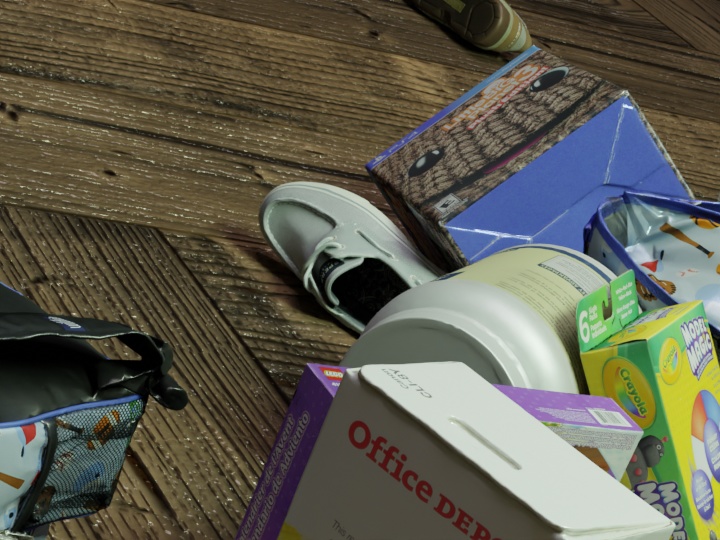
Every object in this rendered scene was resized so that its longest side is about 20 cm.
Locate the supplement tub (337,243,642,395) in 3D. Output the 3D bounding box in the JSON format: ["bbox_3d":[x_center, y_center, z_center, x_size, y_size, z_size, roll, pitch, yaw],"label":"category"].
[{"bbox_3d":[0.079,0.068,1.453,0.145,0.145,0.200,29,21,19],"label":"supplement tub"}]

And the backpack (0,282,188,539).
[{"bbox_3d":[-0.221,0.066,1.149,0.200,0.154,0.190,25,11,27],"label":"backpack"}]

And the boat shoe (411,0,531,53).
[{"bbox_3d":[0.108,-0.275,2.490,0.076,0.072,0.200,23,22,-41],"label":"boat shoe"}]

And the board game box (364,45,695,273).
[{"bbox_3d":[0.115,-0.062,1.716,0.097,0.159,0.200,56,-5,-20],"label":"board game box"}]

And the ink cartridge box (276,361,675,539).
[{"bbox_3d":[0.032,0.160,1.091,0.145,0.200,0.083,36,25,34],"label":"ink cartridge box"}]

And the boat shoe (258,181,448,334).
[{"bbox_3d":[0.000,0.001,1.652,0.201,0.070,0.072,35,18,25],"label":"boat shoe"}]

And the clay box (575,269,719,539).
[{"bbox_3d":[0.184,0.101,1.425,0.048,0.200,0.115,-12,6,26],"label":"clay box"}]

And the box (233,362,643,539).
[{"bbox_3d":[0.038,0.124,1.282,0.200,0.137,0.039,9,24,-33],"label":"box"}]

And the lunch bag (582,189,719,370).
[{"bbox_3d":[0.224,0.055,1.562,0.200,0.170,0.124,29,47,20],"label":"lunch bag"}]

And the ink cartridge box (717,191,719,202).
[{"bbox_3d":[0.319,0.022,1.719,0.145,0.200,0.083,17,-12,-12],"label":"ink cartridge box"}]
